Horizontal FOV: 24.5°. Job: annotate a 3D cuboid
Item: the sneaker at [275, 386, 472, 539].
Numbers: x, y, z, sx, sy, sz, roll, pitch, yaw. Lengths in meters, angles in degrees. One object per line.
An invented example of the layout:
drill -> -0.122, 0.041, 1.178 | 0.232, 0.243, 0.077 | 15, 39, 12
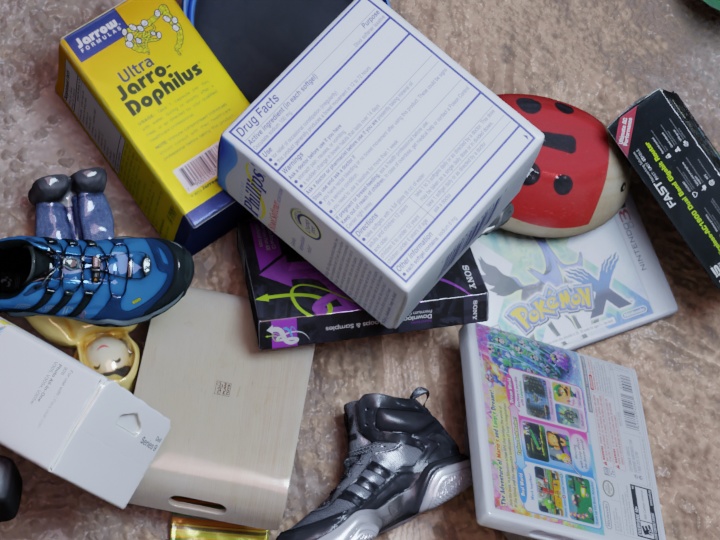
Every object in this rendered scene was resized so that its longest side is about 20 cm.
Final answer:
sneaker -> -0.005, 0.174, 1.422 | 0.199, 0.075, 0.114 | -23, 80, -23

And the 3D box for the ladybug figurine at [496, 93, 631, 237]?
ladybug figurine -> 0.158, -0.102, 1.505 | 0.198, 0.072, 0.137 | 7, 67, -14

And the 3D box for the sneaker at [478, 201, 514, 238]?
sneaker -> 0.042, -0.083, 1.452 | 0.199, 0.080, 0.074 | 22, 38, 24

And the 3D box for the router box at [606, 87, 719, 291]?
router box -> 0.312, -0.069, 1.515 | 0.062, 0.150, 0.201 | -35, 84, 16

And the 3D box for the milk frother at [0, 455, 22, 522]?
milk frother -> -0.368, 0.204, 1.269 | 0.180, 0.188, 0.201 | 26, 71, -3

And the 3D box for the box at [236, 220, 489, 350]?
box -> 0.000, 0.000, 1.435 | 0.198, 0.036, 0.143 | -6, 38, -10

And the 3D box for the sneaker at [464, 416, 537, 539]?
sneaker -> 0.173, 0.196, 1.462 | 0.112, 0.078, 0.201 | -22, 81, -28

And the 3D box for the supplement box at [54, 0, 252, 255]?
supplement box -> -0.166, -0.128, 1.448 | 0.109, 0.109, 0.201 | -34, 85, -19

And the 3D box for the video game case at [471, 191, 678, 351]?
video game case -> 0.175, -0.015, 1.539 | 0.199, 0.022, 0.183 | -18, 79, -16

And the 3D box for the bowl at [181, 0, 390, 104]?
bowl -> -0.069, -0.227, 1.527 | 0.199, 0.039, 0.202 | 5, 72, -16

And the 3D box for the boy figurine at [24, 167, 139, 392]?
boy figurine -> -0.237, 0.018, 1.417 | 0.123, 0.064, 0.201 | -8, 74, -18

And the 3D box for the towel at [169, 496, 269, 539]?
towel -> -0.117, 0.156, 1.429 | 0.085, 0.018, 0.202 | 5, 74, -12

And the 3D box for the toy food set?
toy food set -> -0.120, 0.111, 1.412 | 0.142, 0.060, 0.201 | 12, 64, -4

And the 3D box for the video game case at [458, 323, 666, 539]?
video game case -> 0.173, 0.148, 1.431 | 0.181, 0.024, 0.201 | 17, 47, -22

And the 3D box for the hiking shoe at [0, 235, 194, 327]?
hiking shoe -> -0.235, 0.008, 1.340 | 0.198, 0.087, 0.075 | -6, 81, 11

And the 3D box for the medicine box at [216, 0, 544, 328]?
medicine box -> 0.014, -0.091, 1.355 | 0.200, 0.103, 0.182 | 40, 70, 8

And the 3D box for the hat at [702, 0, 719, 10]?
hat -> 0.416, -0.230, 1.656 | 0.165, 0.177, 0.200 | -28, 45, -16

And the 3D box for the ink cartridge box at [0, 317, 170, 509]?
ink cartridge box -> -0.267, 0.095, 1.303 | 0.199, 0.145, 0.088 | 24, 80, 22
